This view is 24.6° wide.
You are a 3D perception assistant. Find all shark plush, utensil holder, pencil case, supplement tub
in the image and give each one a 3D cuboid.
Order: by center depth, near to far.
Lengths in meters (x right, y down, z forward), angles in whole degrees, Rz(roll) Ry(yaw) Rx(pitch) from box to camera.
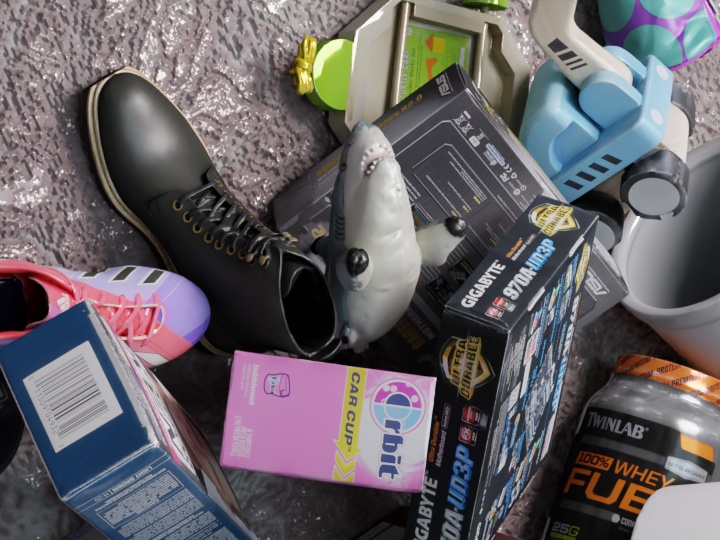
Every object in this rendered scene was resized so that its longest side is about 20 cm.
[{"bbox_3d":[0.000,0.000,1.054,0.090,0.201,0.083,-26,61,-24],"label":"shark plush"},{"bbox_3d":[0.213,-0.250,1.223,0.085,0.092,0.201,-36,114,-65],"label":"pencil case"},{"bbox_3d":[0.207,0.172,1.224,0.122,0.122,0.201,25,78,-31],"label":"supplement tub"},{"bbox_3d":[0.315,0.022,1.264,0.200,0.170,0.171,42,70,-30],"label":"utensil holder"}]

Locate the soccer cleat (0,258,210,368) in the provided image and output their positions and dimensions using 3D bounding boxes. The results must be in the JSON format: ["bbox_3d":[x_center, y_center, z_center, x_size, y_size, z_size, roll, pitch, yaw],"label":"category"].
[{"bbox_3d":[-0.166,0.025,0.947,0.199,0.076,0.067,6,82,-35],"label":"soccer cleat"}]

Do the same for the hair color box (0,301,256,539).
[{"bbox_3d":[-0.127,0.108,0.945,0.060,0.100,0.200,-30,151,-2],"label":"hair color box"}]

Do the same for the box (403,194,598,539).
[{"bbox_3d":[0.089,0.075,1.047,0.159,0.046,0.201,-46,149,-51],"label":"box"}]

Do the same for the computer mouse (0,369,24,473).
[{"bbox_3d":[-0.258,0.031,0.958,0.138,0.053,0.201,-22,96,-38],"label":"computer mouse"}]

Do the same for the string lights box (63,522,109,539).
[{"bbox_3d":[-0.207,0.253,0.994,0.200,0.059,0.103,-36,110,-27],"label":"string lights box"}]

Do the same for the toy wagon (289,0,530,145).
[{"bbox_3d":[0.032,-0.128,1.144,0.199,0.039,0.156,7,88,-33],"label":"toy wagon"}]

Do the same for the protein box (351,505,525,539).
[{"bbox_3d":[0.070,0.288,1.093,0.135,0.200,0.200,-30,108,-28],"label":"protein box"}]

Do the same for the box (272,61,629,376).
[{"bbox_3d":[0.063,-0.016,1.115,0.158,0.048,0.200,-36,116,14],"label":"box"}]

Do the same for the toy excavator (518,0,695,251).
[{"bbox_3d":[0.156,-0.128,1.140,0.200,0.194,0.100,36,45,-21],"label":"toy excavator"}]

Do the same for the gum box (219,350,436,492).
[{"bbox_3d":[-0.020,0.092,0.996,0.113,0.200,0.067,7,85,-1],"label":"gum box"}]

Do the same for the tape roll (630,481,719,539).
[{"bbox_3d":[0.245,0.242,1.094,0.202,0.070,0.204,22,64,-55],"label":"tape roll"}]

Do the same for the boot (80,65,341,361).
[{"bbox_3d":[-0.085,-0.036,1.013,0.077,0.138,0.201,-39,111,-26],"label":"boot"}]
